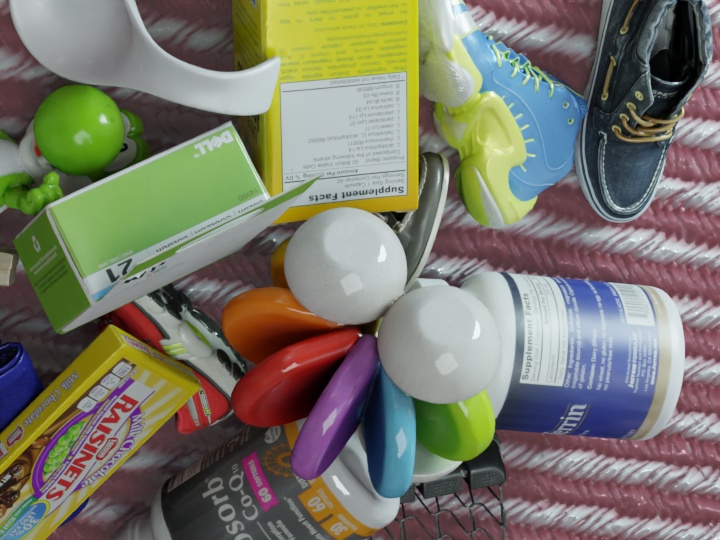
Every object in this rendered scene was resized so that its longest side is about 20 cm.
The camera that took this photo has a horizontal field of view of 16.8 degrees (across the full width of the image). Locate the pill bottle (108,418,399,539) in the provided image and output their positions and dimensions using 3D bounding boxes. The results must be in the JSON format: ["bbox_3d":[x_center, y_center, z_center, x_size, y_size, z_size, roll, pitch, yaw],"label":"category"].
[{"bbox_3d":[-0.079,0.180,1.772,0.199,0.117,0.116,-34,118,16],"label":"pill bottle"}]

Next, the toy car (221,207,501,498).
[{"bbox_3d":[-0.008,0.072,1.636,0.150,0.200,0.175,-43,164,-28],"label":"toy car"}]

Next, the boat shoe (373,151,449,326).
[{"bbox_3d":[0.000,0.000,1.755,0.057,0.067,0.201,18,111,-26],"label":"boat shoe"}]

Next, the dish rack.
[{"bbox_3d":[0.045,0.229,1.876,0.152,0.055,0.201,-10,117,-9],"label":"dish rack"}]

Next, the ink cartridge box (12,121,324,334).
[{"bbox_3d":[-0.126,-0.039,1.581,0.147,0.200,0.076,-26,86,-25],"label":"ink cartridge box"}]

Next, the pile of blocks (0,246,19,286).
[{"bbox_3d":[-0.312,0.046,1.689,0.199,0.062,0.082,-30,95,7],"label":"pile of blocks"}]

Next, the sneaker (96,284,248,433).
[{"bbox_3d":[-0.161,0.046,1.729,0.085,0.077,0.200,-38,117,9],"label":"sneaker"}]

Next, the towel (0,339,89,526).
[{"bbox_3d":[-0.277,0.135,1.701,0.147,0.050,0.201,-30,144,-11],"label":"towel"}]

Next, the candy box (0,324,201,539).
[{"bbox_3d":[-0.209,0.127,1.687,0.200,0.026,0.102,-44,148,9],"label":"candy box"}]

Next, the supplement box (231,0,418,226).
[{"bbox_3d":[-0.025,-0.146,1.661,0.108,0.110,0.201,-5,113,-12],"label":"supplement box"}]

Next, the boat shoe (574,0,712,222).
[{"bbox_3d":[0.202,-0.118,1.744,0.070,0.091,0.202,-3,114,-14],"label":"boat shoe"}]

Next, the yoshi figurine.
[{"bbox_3d":[-0.240,-0.078,1.636,0.199,0.112,0.113,-16,110,-11],"label":"yoshi figurine"}]

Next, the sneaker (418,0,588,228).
[{"bbox_3d":[0.099,-0.133,1.729,0.105,0.076,0.201,-28,125,-15],"label":"sneaker"}]

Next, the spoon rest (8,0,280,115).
[{"bbox_3d":[-0.152,-0.155,1.602,0.199,0.061,0.100,25,121,18],"label":"spoon rest"}]

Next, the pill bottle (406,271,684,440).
[{"bbox_3d":[0.127,0.061,1.789,0.198,0.116,0.117,6,111,-16],"label":"pill bottle"}]
